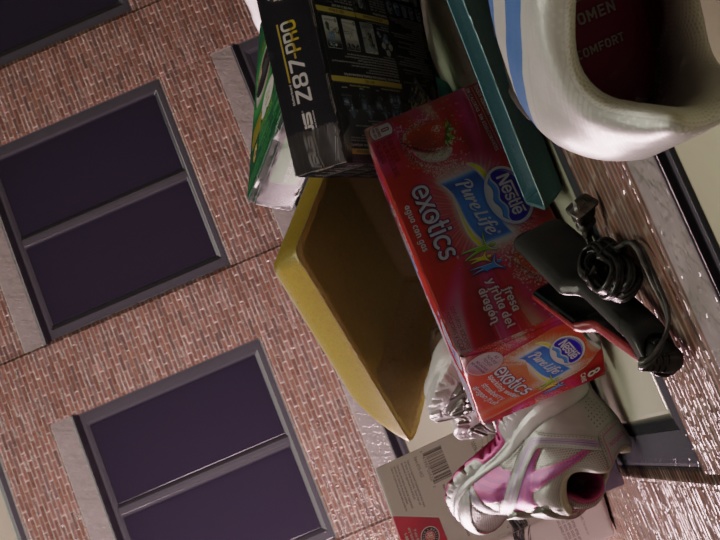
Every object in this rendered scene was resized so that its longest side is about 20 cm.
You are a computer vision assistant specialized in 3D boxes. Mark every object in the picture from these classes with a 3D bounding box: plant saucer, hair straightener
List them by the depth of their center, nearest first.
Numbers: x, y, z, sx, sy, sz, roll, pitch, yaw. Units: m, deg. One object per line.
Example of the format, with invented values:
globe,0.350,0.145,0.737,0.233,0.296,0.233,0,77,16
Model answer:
hair straightener,0.116,0.003,0.662,0.200,0.041,0.078,-109,-3,-73
plant saucer,0.075,-0.134,0.768,0.070,0.019,0.202,-106,-6,-84
plant saucer,0.000,0.000,1.010,0.201,0.048,0.201,61,-150,-32

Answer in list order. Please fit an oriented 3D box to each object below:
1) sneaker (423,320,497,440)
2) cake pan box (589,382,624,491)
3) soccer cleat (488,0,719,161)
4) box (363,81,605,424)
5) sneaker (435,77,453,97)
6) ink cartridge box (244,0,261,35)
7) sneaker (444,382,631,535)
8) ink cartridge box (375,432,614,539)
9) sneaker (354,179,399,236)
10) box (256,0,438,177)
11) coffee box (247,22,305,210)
sneaker,0.078,0.067,0.995,0.200,0.077,0.100,69,-178,-69
cake pan box,0.144,0.069,1.055,0.184,0.052,0.201,-104,-8,-71
soccer cleat,0.054,-0.125,0.351,0.201,0.069,0.086,65,165,-16
box,0.082,-0.015,0.864,0.100,0.095,0.201,68,-179,-54
sneaker,0.067,-0.124,1.160,0.200,0.077,0.081,118,149,-86
ink cartridge box,-0.058,-0.314,1.212,0.145,0.083,0.202,65,-159,-55
sneaker,0.129,0.151,0.942,0.088,0.081,0.201,46,145,16
ink cartridge box,0.133,0.230,1.286,0.145,0.199,0.085,-112,-4,-48
sneaker,0.052,-0.047,1.149,0.199,0.075,0.087,35,-179,-30
box,-0.001,-0.153,0.971,0.200,0.049,0.163,-10,-94,-63
coffee box,-0.056,-0.167,1.069,0.123,0.044,0.202,119,157,-52
